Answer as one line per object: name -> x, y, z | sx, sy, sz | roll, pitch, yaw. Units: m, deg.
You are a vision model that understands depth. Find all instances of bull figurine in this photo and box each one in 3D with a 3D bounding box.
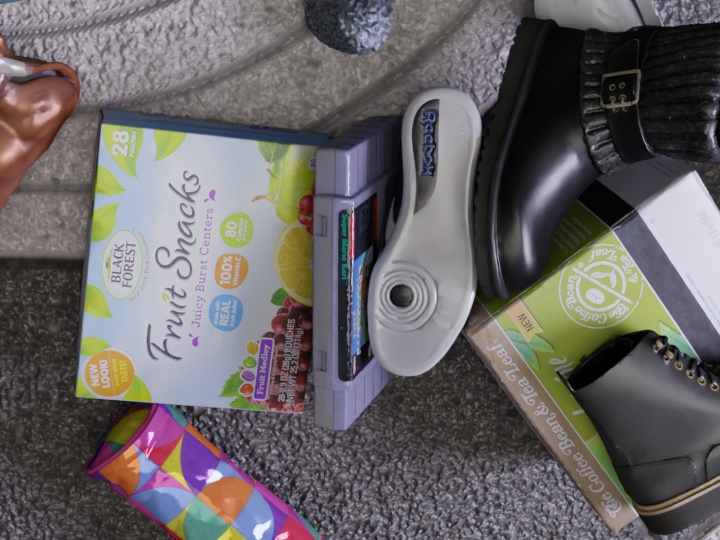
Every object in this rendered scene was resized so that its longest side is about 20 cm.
bull figurine -> -0.275, -0.071, 1.027 | 0.200, 0.065, 0.121 | -55, 140, 1

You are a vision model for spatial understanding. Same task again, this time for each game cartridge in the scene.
game cartridge -> 0.000, 0.000, 1.070 | 0.038, 0.130, 0.201 | 5, 107, 13

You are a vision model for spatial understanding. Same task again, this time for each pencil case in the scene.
pencil case -> -0.112, 0.180, 1.128 | 0.088, 0.088, 0.200 | -43, 107, 5

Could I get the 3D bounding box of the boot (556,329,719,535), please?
boot -> 0.247, 0.074, 1.022 | 0.200, 0.077, 0.139 | -36, 106, 1

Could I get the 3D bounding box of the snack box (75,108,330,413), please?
snack box -> -0.114, -0.005, 1.080 | 0.168, 0.068, 0.201 | 6, 103, -11

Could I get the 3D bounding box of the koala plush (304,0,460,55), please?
koala plush -> 0.016, -0.244, 0.961 | 0.184, 0.200, 0.178 | -38, 108, 3

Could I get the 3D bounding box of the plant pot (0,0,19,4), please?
plant pot -> -0.225, -0.248, 0.943 | 0.135, 0.200, 0.201 | 22, 104, -50

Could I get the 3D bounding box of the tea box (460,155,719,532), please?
tea box -> 0.194, 0.043, 1.110 | 0.196, 0.134, 0.200 | -37, 109, 4

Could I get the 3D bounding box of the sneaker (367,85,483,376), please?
sneaker -> 0.055, -0.030, 1.067 | 0.073, 0.112, 0.201 | 11, 98, 6

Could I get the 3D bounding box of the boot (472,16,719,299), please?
boot -> 0.166, -0.074, 1.004 | 0.157, 0.079, 0.212 | 10, 79, 21

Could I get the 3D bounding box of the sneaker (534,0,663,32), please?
sneaker -> 0.172, -0.183, 1.081 | 0.080, 0.076, 0.200 | -28, 105, 13
